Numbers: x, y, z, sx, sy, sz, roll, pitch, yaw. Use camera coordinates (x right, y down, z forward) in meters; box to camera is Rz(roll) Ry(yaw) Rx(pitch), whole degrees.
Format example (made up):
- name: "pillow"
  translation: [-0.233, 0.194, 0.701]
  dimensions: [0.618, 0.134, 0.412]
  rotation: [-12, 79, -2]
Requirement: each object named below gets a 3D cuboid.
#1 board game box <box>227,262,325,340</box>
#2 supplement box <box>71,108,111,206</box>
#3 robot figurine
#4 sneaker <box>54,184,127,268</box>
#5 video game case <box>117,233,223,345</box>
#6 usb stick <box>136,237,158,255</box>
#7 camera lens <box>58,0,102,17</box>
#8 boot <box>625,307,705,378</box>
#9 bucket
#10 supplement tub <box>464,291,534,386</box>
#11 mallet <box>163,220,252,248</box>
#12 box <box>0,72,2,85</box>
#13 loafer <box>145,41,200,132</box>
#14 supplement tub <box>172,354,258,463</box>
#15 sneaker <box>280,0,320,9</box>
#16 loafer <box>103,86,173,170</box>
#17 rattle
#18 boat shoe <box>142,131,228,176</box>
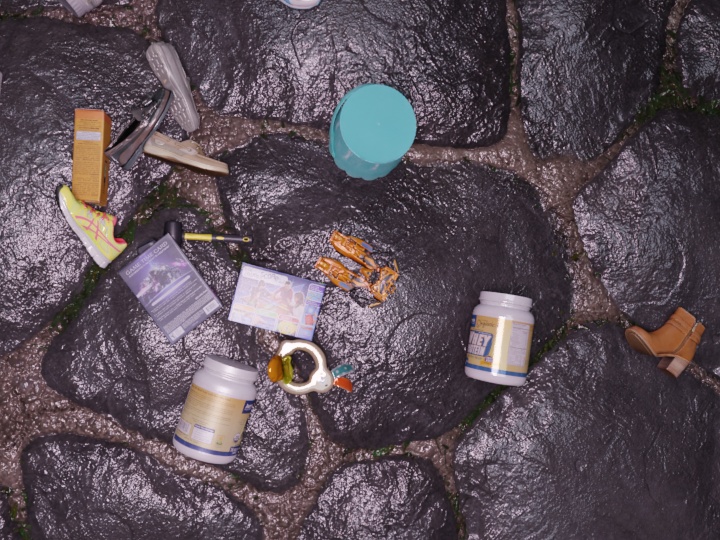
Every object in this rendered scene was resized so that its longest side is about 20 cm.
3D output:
- name: "board game box"
  translation: [-0.191, 0.072, 1.371]
  dimensions: [0.198, 0.034, 0.137]
  rotation: [16, 85, -9]
- name: "supplement box"
  translation: [-0.590, -0.245, 1.307]
  dimensions: [0.068, 0.067, 0.203]
  rotation: [0, 87, -9]
- name: "robot figurine"
  translation: [0.000, 0.000, 1.393]
  dimensions: [0.199, 0.058, 0.146]
  rotation: [30, 85, -6]
- name: "sneaker"
  translation: [-0.574, -0.106, 1.277]
  dimensions: [0.090, 0.078, 0.201]
  rotation: [-34, 129, -15]
- name: "video game case"
  translation: [-0.418, 0.041, 1.313]
  dimensions: [0.142, 0.019, 0.201]
  rotation: [-37, 91, 0]
- name: "usb stick"
  translation: [-0.435, 0.025, 1.337]
  dimensions: [0.055, 0.033, 0.202]
  rotation: [-27, 92, -7]
- name: "camera lens"
  translation: [-0.589, -0.670, 1.276]
  dimensions: [0.160, 0.160, 0.200]
  rotation: [43, 82, -5]
- name: "boot"
  translation: [0.769, 0.155, 1.503]
  dimensions: [0.199, 0.074, 0.155]
  rotation: [38, 84, -18]
- name: "bucket"
  translation: [0.028, -0.320, 1.371]
  dimensions: [0.204, 0.135, 0.210]
  rotation: [1, 87, -10]
- name: "supplement tub"
  translation: [0.327, 0.158, 1.395]
  dimensions: [0.143, 0.145, 0.203]
  rotation: [9, 86, -8]
- name: "mallet"
  translation: [-0.347, -0.065, 1.355]
  dimensions: [0.198, 0.041, 0.067]
  rotation: [10, 87, -12]
- name: "box"
  translation: [-0.874, -0.351, 1.213]
  dimensions: [0.196, 0.171, 0.203]
  rotation: [6, 86, -9]
- name: "loafer"
  translation: [-0.407, -0.414, 1.341]
  dimensions: [0.070, 0.069, 0.202]
  rotation: [-38, 113, -48]
- name: "supplement tub"
  translation: [-0.308, 0.297, 1.290]
  dimensions: [0.143, 0.144, 0.202]
  rotation: [19, 85, -8]
- name: "sneaker"
  translation: [-0.179, -0.679, 1.381]
  dimensions: [0.198, 0.081, 0.077]
  rotation: [24, 83, -8]
- name: "loafer"
  translation: [-0.480, -0.315, 1.290]
  dimensions: [0.063, 0.072, 0.201]
  rotation: [30, 95, -38]
- name: "rattle"
  translation: [-0.101, 0.227, 1.332]
  dimensions: [0.198, 0.143, 0.131]
  rotation: [25, 68, -1]
- name: "boat shoe"
  translation: [-0.388, -0.264, 1.338]
  dimensions: [0.198, 0.072, 0.066]
  rotation: [17, 83, -1]
